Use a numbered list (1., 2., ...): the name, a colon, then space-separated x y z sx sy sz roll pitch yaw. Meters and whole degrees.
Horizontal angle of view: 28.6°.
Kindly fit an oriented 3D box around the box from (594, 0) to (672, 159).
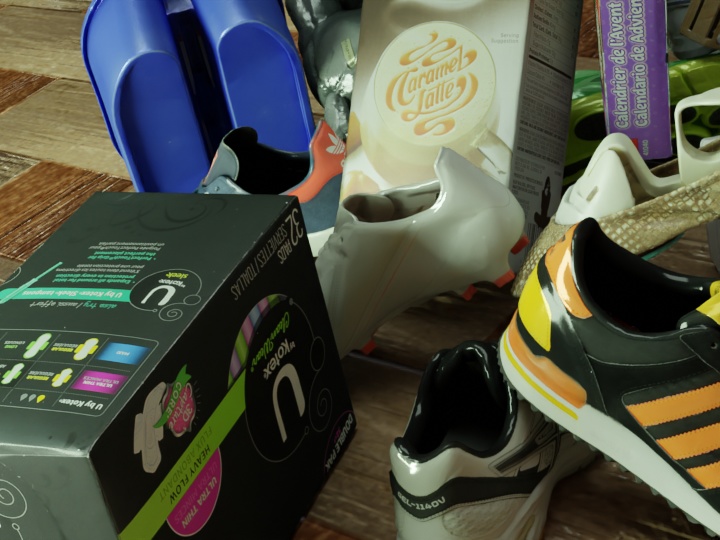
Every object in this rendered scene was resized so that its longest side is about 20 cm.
1. box: 0.157 -0.179 0.840 0.039 0.137 0.200 -5 40 10

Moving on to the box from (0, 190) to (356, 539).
1. box: -0.106 0.074 0.668 0.124 0.149 0.200 2 34 25

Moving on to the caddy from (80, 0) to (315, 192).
1. caddy: -0.109 -0.124 0.964 0.141 0.200 0.105 -17 46 -6

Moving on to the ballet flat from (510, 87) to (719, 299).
1. ballet flat: 0.154 -0.047 0.688 0.200 0.065 0.071 -25 14 18

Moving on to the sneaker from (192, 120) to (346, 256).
1. sneaker: -0.089 -0.043 0.901 0.199 0.085 0.075 -18 30 18

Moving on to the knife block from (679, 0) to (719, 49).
1. knife block: 0.287 -0.191 0.942 0.199 0.064 0.176 10 28 -16

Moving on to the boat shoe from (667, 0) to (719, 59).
1. boat shoe: 0.251 -0.185 1.022 0.073 0.066 0.200 -6 10 30

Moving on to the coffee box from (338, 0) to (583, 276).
1. coffee box: 0.059 -0.100 0.830 0.114 0.201 0.080 5 -2 31

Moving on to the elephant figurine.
1. elephant figurine: 0.049 -0.148 1.008 0.155 0.200 0.142 -46 54 11

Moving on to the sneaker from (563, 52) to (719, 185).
1. sneaker: 0.177 -0.110 0.921 0.199 0.074 0.084 -10 34 8

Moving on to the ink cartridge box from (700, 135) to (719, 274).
1. ink cartridge box: 0.266 -0.006 0.701 0.145 0.085 0.200 -13 29 3

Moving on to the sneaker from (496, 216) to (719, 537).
1. sneaker: 0.154 0.052 0.590 0.200 0.090 0.070 30 44 15

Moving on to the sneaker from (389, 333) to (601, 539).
1. sneaker: 0.073 0.060 0.674 0.075 0.088 0.200 0 32 27

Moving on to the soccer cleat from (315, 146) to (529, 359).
1. soccer cleat: 0.000 0.000 0.760 0.200 0.078 0.069 -31 20 34
